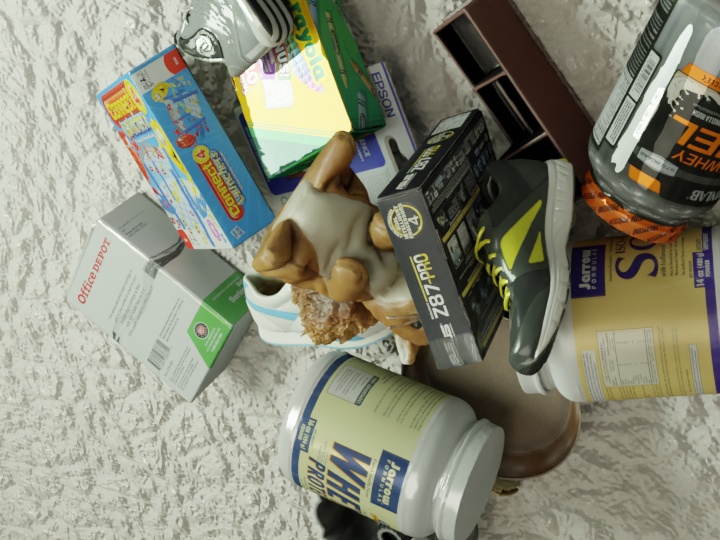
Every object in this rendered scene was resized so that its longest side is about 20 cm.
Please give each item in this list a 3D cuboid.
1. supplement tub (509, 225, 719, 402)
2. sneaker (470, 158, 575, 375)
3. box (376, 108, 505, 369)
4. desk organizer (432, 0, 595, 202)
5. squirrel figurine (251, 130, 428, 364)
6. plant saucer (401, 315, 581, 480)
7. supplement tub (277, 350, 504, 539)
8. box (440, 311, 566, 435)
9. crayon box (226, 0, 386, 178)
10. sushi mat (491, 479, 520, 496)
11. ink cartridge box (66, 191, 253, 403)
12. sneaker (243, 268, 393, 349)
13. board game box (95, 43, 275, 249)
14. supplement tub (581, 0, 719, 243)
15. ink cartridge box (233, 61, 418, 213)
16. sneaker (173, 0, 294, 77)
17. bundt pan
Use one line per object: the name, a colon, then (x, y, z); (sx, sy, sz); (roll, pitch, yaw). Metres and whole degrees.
supplement tub: (0.240, 0.041, 1.107); (0.197, 0.146, 0.148); (-6, 115, 17)
sneaker: (0.130, -0.006, 1.038); (0.083, 0.203, 0.075); (8, 149, 2)
box: (0.089, -0.033, 1.100); (0.048, 0.200, 0.163); (-14, 111, 26)
desk organizer: (0.141, -0.150, 1.121); (0.071, 0.077, 0.201); (-30, 99, 39)
squirrel figurine: (0.000, 0.000, 1.170); (0.185, 0.143, 0.200); (33, 159, -7)
plant saucer: (0.135, 0.122, 1.270); (0.197, 0.032, 0.203); (15, 124, 23)
supplement tub: (0.032, 0.179, 1.254); (0.197, 0.145, 0.147); (20, 126, 21)
box: (0.153, 0.060, 1.265); (0.141, 0.036, 0.203); (15, 122, 23)
crayon box: (-0.066, -0.205, 1.189); (0.118, 0.058, 0.203); (-23, 85, 37)
sushi mat: (0.078, 0.202, 1.365); (0.197, 0.096, 0.012); (22, 90, 19)
ink cartridge box: (-0.228, 0.030, 1.446); (0.199, 0.084, 0.147); (39, 130, 6)
sneaker: (-0.033, 0.029, 1.288); (0.197, 0.077, 0.082); (-6, 127, 26)
board game box: (-0.184, -0.120, 1.285); (0.198, 0.056, 0.200); (60, 163, -11)
supplement tub: (0.265, -0.130, 1.017); (0.121, 0.122, 0.202); (30, 123, 12)
ink cartridge box: (-0.011, -0.101, 1.265); (0.198, 0.047, 0.200); (-11, 109, 34)
sneaker: (-0.153, -0.268, 1.160); (0.115, 0.075, 0.202); (-39, 76, 37)
bundt pan: (0.049, 0.284, 1.426); (0.199, 0.076, 0.204); (17, 129, 22)
